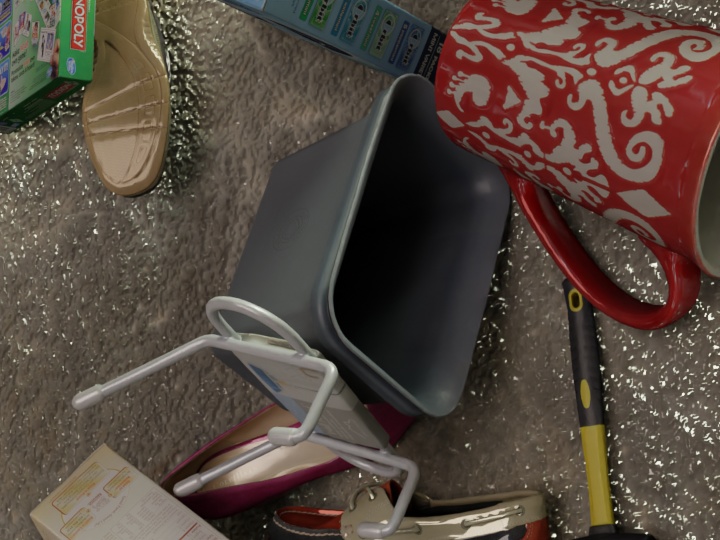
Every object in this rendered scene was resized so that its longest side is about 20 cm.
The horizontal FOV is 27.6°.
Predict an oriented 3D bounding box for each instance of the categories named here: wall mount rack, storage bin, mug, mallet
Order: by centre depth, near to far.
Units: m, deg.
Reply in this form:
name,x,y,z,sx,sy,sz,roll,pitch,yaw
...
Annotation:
name,x,y,z,sx,sy,sz,roll,pitch,yaw
mug,0.141,-0.075,0.864,0.199,0.133,0.179,27,93,36
wall mount rack,-0.064,0.094,0.876,0.172,0.200,0.075,9,60,36
mallet,0.134,0.106,0.902,0.065,0.041,0.202,-20,69,26
storage bin,0.000,0.000,0.937,0.133,0.145,0.202,-15,46,41

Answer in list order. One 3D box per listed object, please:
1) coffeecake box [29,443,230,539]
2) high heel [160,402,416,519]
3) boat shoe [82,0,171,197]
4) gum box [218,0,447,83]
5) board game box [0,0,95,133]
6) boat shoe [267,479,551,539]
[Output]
name,x,y,z,sx,sy,sz,roll,pitch,yaw
coffeecake box,-0.109,0.228,0.967,0.199,0.154,0.073,30,61,32
high heel,-0.042,0.104,0.979,0.199,0.096,0.068,-31,67,26
boat shoe,-0.174,-0.147,1.121,0.071,0.065,0.202,-15,72,9
gum box,-0.058,-0.186,0.967,0.169,0.199,0.045,27,98,32
board game box,-0.255,-0.193,1.151,0.199,0.029,0.137,-11,75,59
boat shoe,0.028,0.164,0.935,0.198,0.071,0.063,1,103,28
